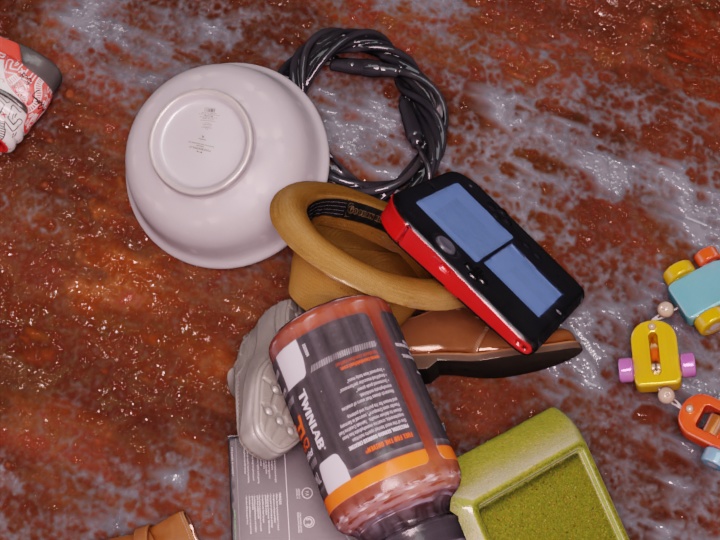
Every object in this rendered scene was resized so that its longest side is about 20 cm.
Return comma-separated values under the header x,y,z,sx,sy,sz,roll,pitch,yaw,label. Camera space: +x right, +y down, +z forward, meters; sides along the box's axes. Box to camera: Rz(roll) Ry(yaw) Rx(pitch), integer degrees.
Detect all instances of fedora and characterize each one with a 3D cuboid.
x,y,z,sx,sy,sz,roll,pitch,yaw,label
0.000,0.000,0.980,0.200,0.201,0.082,31,114,6,fedora

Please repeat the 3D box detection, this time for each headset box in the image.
x,y,z,sx,sy,sz,roll,pitch,yaw,label
-0.009,0.225,0.943,0.199,0.093,0.175,-4,72,-6,headset box

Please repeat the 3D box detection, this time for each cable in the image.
x,y,z,sx,sy,sz,roll,pitch,yaw,label
0.005,-0.146,1.098,0.163,0.051,0.200,-37,75,-19,cable

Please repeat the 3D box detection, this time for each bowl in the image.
x,y,z,sx,sy,sz,roll,pitch,yaw,label
-0.133,-0.106,1.021,0.200,0.090,0.202,-1,82,9,bowl

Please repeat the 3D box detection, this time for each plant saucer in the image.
x,y,z,sx,sy,sz,roll,pitch,yaw,label
0.152,0.232,0.919,0.199,0.048,0.200,-20,84,-36,plant saucer

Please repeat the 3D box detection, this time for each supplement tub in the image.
x,y,z,sx,sy,sz,roll,pitch,yaw,label
0.009,0.126,0.849,0.107,0.107,0.201,-19,67,-10,supplement tub

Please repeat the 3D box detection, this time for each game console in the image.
x,y,z,sx,sy,sz,roll,pitch,yaw,label
0.114,-0.014,0.996,0.177,0.200,0.031,41,115,10,game console

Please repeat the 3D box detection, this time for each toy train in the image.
x,y,z,sx,sy,sz,roll,pitch,yaw,label
0.322,0.079,1.022,0.150,0.056,0.201,20,72,24,toy train

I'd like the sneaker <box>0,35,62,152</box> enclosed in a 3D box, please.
x,y,z,sx,sy,sz,roll,pitch,yaw,label
-0.398,-0.186,1.067,0.201,0.067,0.108,24,69,1,sneaker

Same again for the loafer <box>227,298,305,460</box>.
x,y,z,sx,sy,sz,roll,pitch,yaw,label
-0.078,0.098,0.947,0.070,0.200,0.070,-36,107,19,loafer

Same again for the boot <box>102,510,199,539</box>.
x,y,z,sx,sy,sz,roll,pitch,yaw,label
-0.171,0.309,0.913,0.154,0.074,0.201,-26,74,-11,boot

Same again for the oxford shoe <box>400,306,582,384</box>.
x,y,z,sx,sy,sz,roll,pitch,yaw,label
0.103,0.061,1.020,0.199,0.071,0.072,-2,66,-3,oxford shoe
